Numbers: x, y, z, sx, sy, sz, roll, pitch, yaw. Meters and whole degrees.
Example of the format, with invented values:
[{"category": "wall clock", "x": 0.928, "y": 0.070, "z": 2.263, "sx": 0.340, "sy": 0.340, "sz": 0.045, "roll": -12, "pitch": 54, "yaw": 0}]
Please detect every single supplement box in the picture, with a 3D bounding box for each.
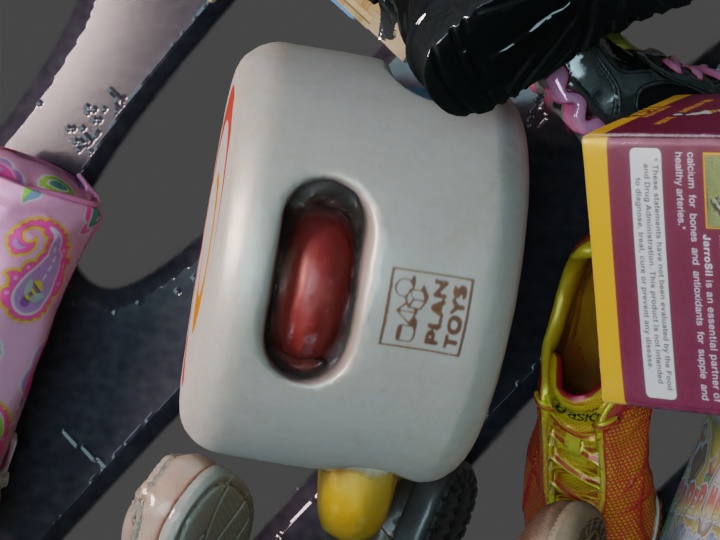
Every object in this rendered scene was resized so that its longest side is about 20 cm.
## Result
[{"category": "supplement box", "x": 0.191, "y": -0.005, "z": 0.659, "sx": 0.199, "sy": 0.086, "sz": 0.111, "roll": 4, "pitch": 108, "yaw": 35}]

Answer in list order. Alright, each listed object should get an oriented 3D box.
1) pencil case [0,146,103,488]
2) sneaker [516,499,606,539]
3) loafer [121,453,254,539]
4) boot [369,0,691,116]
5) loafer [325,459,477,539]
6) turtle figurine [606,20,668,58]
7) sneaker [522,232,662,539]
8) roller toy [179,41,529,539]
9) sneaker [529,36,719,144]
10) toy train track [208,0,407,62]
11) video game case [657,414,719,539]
[{"category": "pencil case", "x": -0.199, "y": 0.037, "z": 0.916, "sx": 0.087, "sy": 0.087, "sz": 0.201, "roll": 23, "pitch": 99, "yaw": 15}, {"category": "sneaker", "x": 0.053, "y": 0.181, "z": 0.823, "sx": 0.075, "sy": 0.070, "sz": 0.201, "roll": 25, "pitch": 121, "yaw": 20}, {"category": "loafer", "x": -0.090, "y": 0.136, "z": 0.837, "sx": 0.063, "sy": 0.200, "sz": 0.072, "roll": 31, "pitch": 65, "yaw": 19}, {"category": "boot", "x": 0.072, "y": -0.164, "z": 0.736, "sx": 0.198, "sy": 0.073, "sz": 0.163, "roll": -31, "pitch": 49, "yaw": 5}, {"category": "loafer", "x": -0.009, "y": 0.172, "z": 0.875, "sx": 0.071, "sy": 0.073, "sz": 0.201, "roll": 26, "pitch": 94, "yaw": 25}, {"category": "turtle figurine", "x": 0.121, "y": -0.131, "z": 0.819, "sx": 0.200, "sy": 0.064, "sz": 0.161, "roll": 45, "pitch": 119, "yaw": 0}, {"category": "sneaker", "x": 0.101, "y": 0.072, "z": 0.818, "sx": 0.073, "sy": 0.077, "sz": 0.201, "roll": 13, "pitch": 107, "yaw": 30}, {"category": "roller toy", "x": 0.000, "y": 0.000, "z": 0.790, "sx": 0.139, "sy": 0.183, "sz": 0.201, "roll": 10, "pitch": 53, "yaw": -7}, {"category": "sneaker", "x": 0.155, "y": -0.064, "z": 0.776, "sx": 0.200, "sy": 0.079, "sz": 0.095, "roll": 37, "pitch": 102, "yaw": -20}, {"category": "toy train track", "x": -0.021, "y": -0.160, "z": 0.852, "sx": 0.200, "sy": 0.032, "sz": 0.115, "roll": 47, "pitch": 119, "yaw": 36}, {"category": "video game case", "x": 0.138, "y": 0.160, "z": 0.757, "sx": 0.023, "sy": 0.200, "sz": 0.183, "roll": 20, "pitch": 98, "yaw": 2}]
